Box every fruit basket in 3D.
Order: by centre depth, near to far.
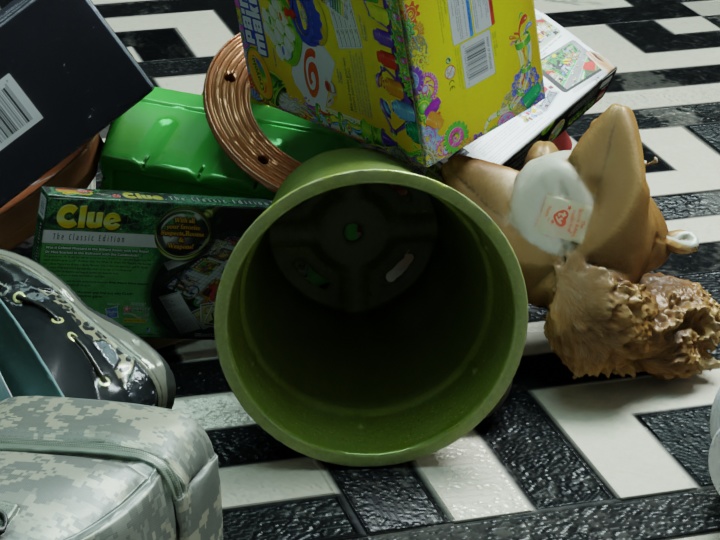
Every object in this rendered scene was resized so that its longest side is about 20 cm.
[{"bbox_3d":[-0.092,-0.082,1.762,0.215,0.156,0.216,3,27,-2],"label":"fruit basket"}]

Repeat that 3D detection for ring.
[{"bbox_3d":[-0.020,-0.112,1.690,0.200,0.019,0.201,10,46,-11],"label":"ring"}]

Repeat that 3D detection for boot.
[{"bbox_3d":[-0.241,0.063,1.497,0.203,0.074,0.154,29,34,18],"label":"boot"}]

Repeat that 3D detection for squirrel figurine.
[{"bbox_3d":[0.173,-0.005,1.618,0.141,0.201,0.187,-24,-17,17],"label":"squirrel figurine"}]

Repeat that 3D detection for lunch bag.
[{"bbox_3d":[-0.150,0.173,1.101,0.139,0.201,0.168,5,22,13],"label":"lunch bag"}]

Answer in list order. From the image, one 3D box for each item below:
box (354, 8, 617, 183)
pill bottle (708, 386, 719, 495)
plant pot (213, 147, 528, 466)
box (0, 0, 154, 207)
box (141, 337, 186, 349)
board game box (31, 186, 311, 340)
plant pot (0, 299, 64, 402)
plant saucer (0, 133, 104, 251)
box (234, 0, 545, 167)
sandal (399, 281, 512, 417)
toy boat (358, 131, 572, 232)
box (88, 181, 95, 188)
[{"bbox_3d":[0.093,-0.128,1.705,0.110,0.035,0.200,38,49,15],"label":"box"},{"bbox_3d":[0.283,0.084,1.443,0.104,0.105,0.200,10,25,23],"label":"pill bottle"},{"bbox_3d":[0.000,0.000,1.529,0.199,0.201,0.190,-2,20,-4],"label":"plant pot"},{"bbox_3d":[-0.262,-0.118,1.656,0.200,0.104,0.182,-38,14,-2],"label":"box"},{"bbox_3d":[-0.226,0.034,1.671,0.200,0.021,0.163,-18,29,-37],"label":"box"},{"bbox_3d":[-0.133,-0.003,1.608,0.199,0.105,0.023,3,22,-23],"label":"board game box"},{"bbox_3d":[-0.226,0.120,1.277,0.134,0.201,0.200,-29,26,-2],"label":"plant pot"},{"bbox_3d":[-0.278,-0.041,1.743,0.200,0.032,0.200,-30,16,10],"label":"plant saucer"},{"bbox_3d":[0.010,-0.206,1.584,0.122,0.201,0.192,-31,37,-31],"label":"box"},{"bbox_3d":[0.078,0.043,1.604,0.082,0.055,0.200,-30,34,13],"label":"sandal"},{"bbox_3d":[0.067,-0.063,1.801,0.199,0.131,0.131,-10,63,20],"label":"toy boat"},{"bbox_3d":[-0.318,-0.075,1.877,0.199,0.069,0.082,-2,22,-6],"label":"box"}]
